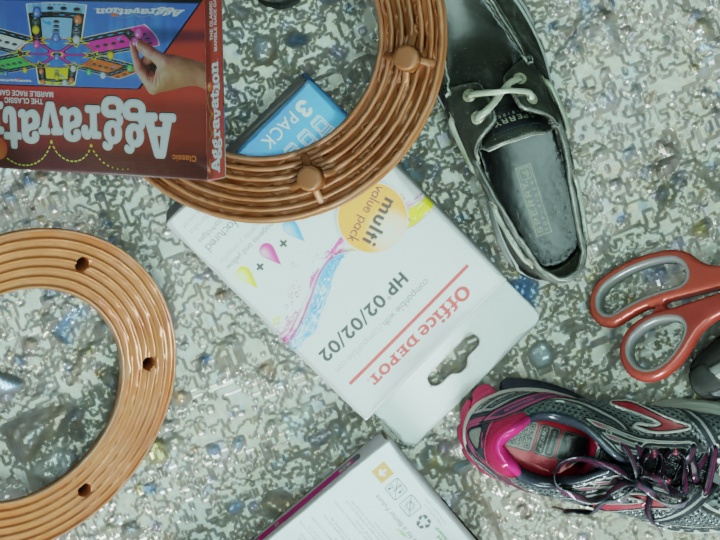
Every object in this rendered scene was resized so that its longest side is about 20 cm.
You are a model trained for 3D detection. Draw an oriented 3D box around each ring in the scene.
[{"bbox_3d":[-0.193,0.067,1.505,0.200,0.019,0.201,-16,120,-29],"label":"ring"},{"bbox_3d":[-0.054,-0.126,1.464,0.200,0.019,0.201,0,90,11],"label":"ring"}]

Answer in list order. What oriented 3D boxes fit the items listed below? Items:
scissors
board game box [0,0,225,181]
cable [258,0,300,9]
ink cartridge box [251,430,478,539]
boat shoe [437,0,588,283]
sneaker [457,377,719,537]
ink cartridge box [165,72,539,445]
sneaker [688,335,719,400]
[{"bbox_3d":[0.223,0.000,1.533,0.200,0.014,0.073,-26,64,20],"label":"scissors"},{"bbox_3d":[-0.160,-0.104,1.471,0.200,0.019,0.103,4,101,31],"label":"board game box"},{"bbox_3d":[-0.011,-0.217,1.512,0.200,0.050,0.097,-28,90,0],"label":"cable"},{"bbox_3d":[-0.031,0.192,1.569,0.200,0.037,0.095,-40,99,-2],"label":"ink cartridge box"},{"bbox_3d":[0.084,-0.088,1.531,0.071,0.064,0.200,-23,98,-2],"label":"boat shoe"},{"bbox_3d":[0.156,0.113,1.556,0.199,0.075,0.081,7,96,-7],"label":"sneaker"},{"bbox_3d":[0.000,0.000,1.532,0.200,0.068,0.115,44,92,-8],"label":"ink cartridge box"},{"bbox_3d":[0.264,-0.011,1.564,0.200,0.075,0.116,-27,73,12],"label":"sneaker"}]
